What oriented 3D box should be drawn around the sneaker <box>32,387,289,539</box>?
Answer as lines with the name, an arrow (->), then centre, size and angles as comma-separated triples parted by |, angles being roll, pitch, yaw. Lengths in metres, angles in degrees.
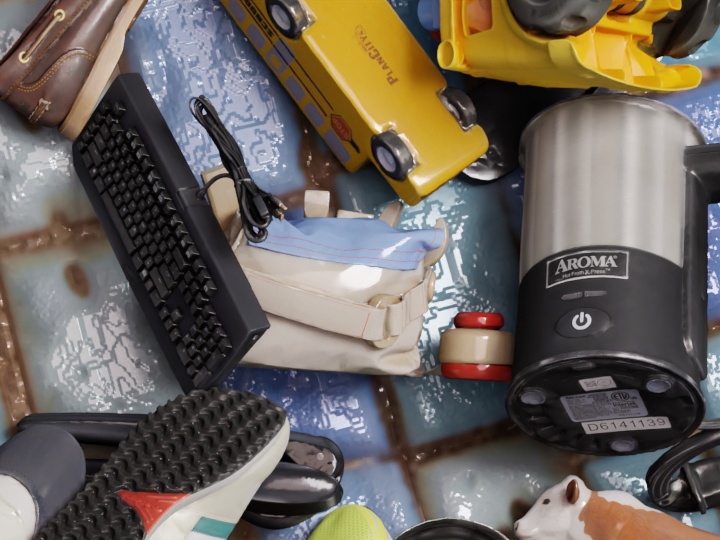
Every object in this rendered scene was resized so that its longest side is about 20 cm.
sneaker -> -0.113, 0.149, 1.374 | 0.070, 0.094, 0.200 | 25, 49, 25

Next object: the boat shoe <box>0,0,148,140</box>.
boat shoe -> -0.156, -0.180, 1.497 | 0.070, 0.070, 0.201 | 30, 75, -8

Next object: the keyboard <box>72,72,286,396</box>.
keyboard -> -0.104, -0.035, 1.429 | 0.021, 0.127, 0.200 | 6, 45, -46

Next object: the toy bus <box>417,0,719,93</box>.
toy bus -> 0.107, -0.202, 1.465 | 0.135, 0.192, 0.201 | 4, 86, -45

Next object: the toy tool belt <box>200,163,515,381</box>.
toy tool belt -> 0.000, 0.000, 1.470 | 0.199, 0.125, 0.124 | 4, 87, -11

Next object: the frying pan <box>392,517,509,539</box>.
frying pan -> 0.088, 0.220, 1.490 | 0.189, 0.031, 0.115 | 20, 76, -10

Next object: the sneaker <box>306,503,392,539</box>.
sneaker -> -0.046, 0.191, 1.409 | 0.090, 0.078, 0.200 | 55, 41, -17

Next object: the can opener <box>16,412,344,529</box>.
can opener -> -0.106, 0.110, 1.460 | 0.199, 0.079, 0.064 | 9, 66, 4

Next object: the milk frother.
milk frother -> 0.180, 0.027, 1.503 | 0.180, 0.200, 0.189 | 3, 57, 5

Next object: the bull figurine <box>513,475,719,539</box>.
bull figurine -> 0.188, 0.198, 1.493 | 0.199, 0.065, 0.122 | 14, 71, -10

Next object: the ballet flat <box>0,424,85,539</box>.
ballet flat -> -0.217, 0.169, 1.333 | 0.073, 0.073, 0.200 | 36, 82, -3

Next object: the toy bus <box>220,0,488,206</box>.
toy bus -> -0.010, -0.131, 1.510 | 0.065, 0.078, 0.200 | -36, 88, -26

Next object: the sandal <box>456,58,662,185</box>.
sandal -> 0.134, -0.128, 1.559 | 0.076, 0.043, 0.200 | 45, 75, 0
